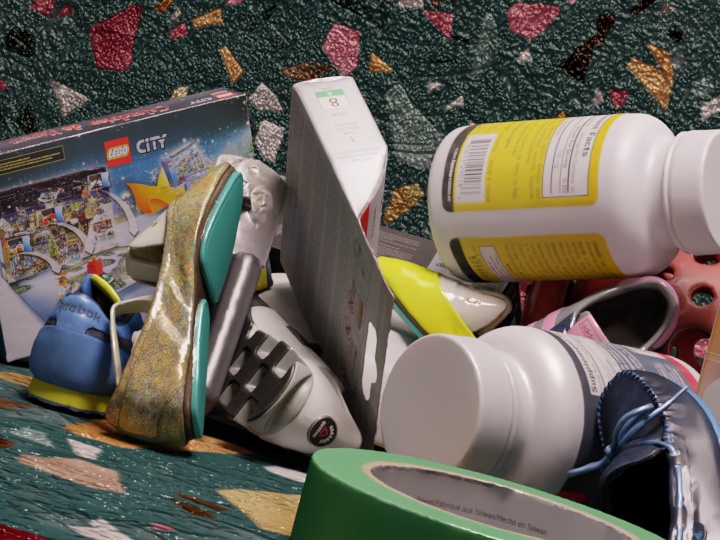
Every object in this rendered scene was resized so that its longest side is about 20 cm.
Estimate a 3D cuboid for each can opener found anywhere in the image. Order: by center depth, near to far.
[{"bbox_3d":[-0.096,0.011,1.483,0.053,0.201,0.067,26,-38,-12],"label":"can opener"}]

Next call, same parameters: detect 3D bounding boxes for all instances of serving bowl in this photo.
[{"bbox_3d":[-0.007,0.055,1.631,0.199,0.066,0.200,27,10,-5],"label":"serving bowl"}]

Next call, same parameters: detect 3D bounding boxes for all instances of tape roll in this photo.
[{"bbox_3d":[0.065,0.140,1.163,0.199,0.048,0.200,15,4,-1],"label":"tape roll"}]

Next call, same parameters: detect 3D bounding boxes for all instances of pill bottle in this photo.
[{"bbox_3d":[0.114,0.098,1.424,0.199,0.120,0.119,12,5,-39],"label":"pill bottle"},{"bbox_3d":[0.155,-0.049,1.578,0.199,0.112,0.111,-1,-5,32],"label":"pill bottle"}]

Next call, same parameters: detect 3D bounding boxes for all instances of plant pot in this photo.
[{"bbox_3d":[0.207,0.065,1.683,0.182,0.202,0.200,13,3,11],"label":"plant pot"}]

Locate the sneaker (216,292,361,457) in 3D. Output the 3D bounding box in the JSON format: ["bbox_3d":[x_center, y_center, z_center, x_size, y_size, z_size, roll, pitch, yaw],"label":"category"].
[{"bbox_3d":[-0.057,0.072,1.485,0.088,0.074,0.200,39,5,-28],"label":"sneaker"}]

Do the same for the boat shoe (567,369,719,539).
[{"bbox_3d":[0.164,0.115,1.282,0.068,0.084,0.200,14,24,-22],"label":"boat shoe"}]

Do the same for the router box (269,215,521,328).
[{"bbox_3d":[0.024,0.039,1.752,0.199,0.052,0.158,17,-38,22],"label":"router box"}]

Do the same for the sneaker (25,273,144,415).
[{"bbox_3d":[-0.153,0.044,1.468,0.066,0.079,0.200,14,2,11],"label":"sneaker"}]

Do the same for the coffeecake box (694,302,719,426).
[{"bbox_3d":[0.268,0.102,1.358,0.153,0.201,0.073,16,4,15],"label":"coffeecake box"}]

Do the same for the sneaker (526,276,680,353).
[{"bbox_3d":[0.124,0.059,1.529,0.070,0.200,0.082,55,-18,11],"label":"sneaker"}]

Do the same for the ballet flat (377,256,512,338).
[{"bbox_3d":[0.089,0.056,1.598,0.200,0.067,0.067,53,13,11],"label":"ballet flat"}]

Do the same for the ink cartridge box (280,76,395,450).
[{"bbox_3d":[0.000,0.000,1.484,0.050,0.161,0.200,-11,46,-17],"label":"ink cartridge box"}]

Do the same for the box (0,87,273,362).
[{"bbox_3d":[-0.161,-0.033,1.546,0.199,0.137,0.038,-16,18,-27],"label":"box"}]

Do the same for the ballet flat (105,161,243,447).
[{"bbox_3d":[-0.114,0.014,1.393,0.070,0.201,0.071,5,-35,4],"label":"ballet flat"}]
